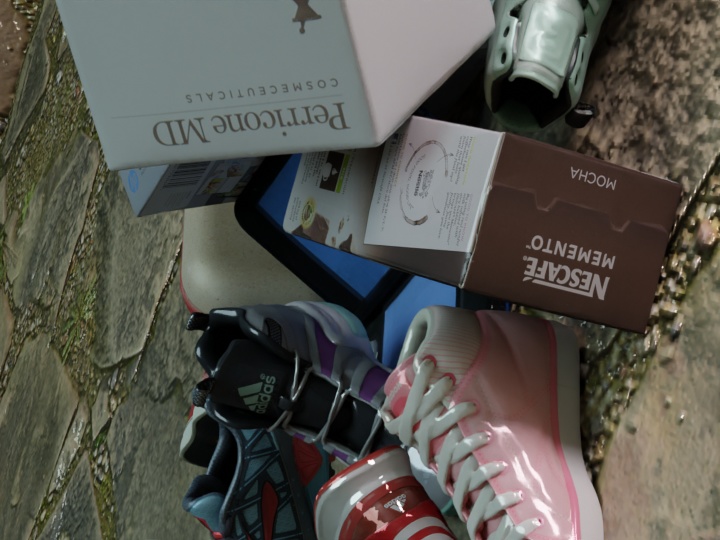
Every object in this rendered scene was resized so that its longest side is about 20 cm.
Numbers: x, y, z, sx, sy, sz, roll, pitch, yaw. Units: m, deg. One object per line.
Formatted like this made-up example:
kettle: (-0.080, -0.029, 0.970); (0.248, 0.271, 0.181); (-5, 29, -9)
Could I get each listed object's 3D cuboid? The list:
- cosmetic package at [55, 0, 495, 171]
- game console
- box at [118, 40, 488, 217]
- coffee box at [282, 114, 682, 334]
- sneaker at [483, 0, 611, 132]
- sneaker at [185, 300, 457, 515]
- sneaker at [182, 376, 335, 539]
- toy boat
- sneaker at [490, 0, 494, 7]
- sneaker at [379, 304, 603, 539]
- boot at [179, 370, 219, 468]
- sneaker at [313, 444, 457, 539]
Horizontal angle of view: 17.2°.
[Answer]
cosmetic package: (-0.052, -0.179, 1.221); (0.166, 0.167, 0.200); (-48, -52, -54)
game console: (0.000, 0.000, 1.433); (0.200, 0.118, 0.171); (128, 152, -52)
box: (-0.034, -0.101, 1.497); (0.156, 0.200, 0.041); (-53, 53, 51)
coffee box: (0.058, -0.030, 1.227); (0.200, 0.113, 0.080); (17, 92, 62)
sneaker: (0.118, -0.159, 1.268); (0.201, 0.074, 0.118); (111, 171, -50)
sneaker: (-0.031, 0.078, 1.351); (0.200, 0.140, 0.078); (34, 111, 46)
sneaker: (-0.066, 0.152, 1.490); (0.079, 0.095, 0.201); (-170, 74, -70)
toy boat: (-0.055, -0.016, 1.645); (0.131, 0.130, 0.200); (89, -179, -51)
sneaker: (0.036, -0.231, 1.436); (0.074, 0.118, 0.201); (-40, 42, 7)
sneaker: (0.059, 0.099, 1.192); (0.075, 0.104, 0.201); (126, 153, -43)
boot: (-0.078, 0.054, 1.716); (0.200, 0.072, 0.145); (138, 145, -66)
sneaker: (0.026, 0.185, 1.265); (0.116, 0.078, 0.200); (55, 169, 26)
